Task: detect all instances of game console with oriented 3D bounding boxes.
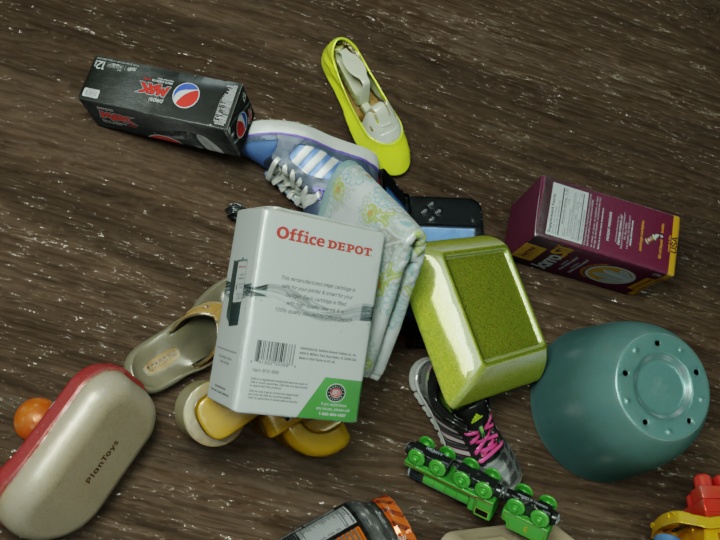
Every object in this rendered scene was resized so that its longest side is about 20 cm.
[{"bbox_3d":[0.095,-0.013,1.100,0.169,0.119,0.204,1,75,-13],"label":"game console"}]

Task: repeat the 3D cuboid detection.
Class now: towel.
[{"bbox_3d":[0.000,0.000,1.010,0.048,0.203,0.171,-4,34,-34],"label":"towel"}]

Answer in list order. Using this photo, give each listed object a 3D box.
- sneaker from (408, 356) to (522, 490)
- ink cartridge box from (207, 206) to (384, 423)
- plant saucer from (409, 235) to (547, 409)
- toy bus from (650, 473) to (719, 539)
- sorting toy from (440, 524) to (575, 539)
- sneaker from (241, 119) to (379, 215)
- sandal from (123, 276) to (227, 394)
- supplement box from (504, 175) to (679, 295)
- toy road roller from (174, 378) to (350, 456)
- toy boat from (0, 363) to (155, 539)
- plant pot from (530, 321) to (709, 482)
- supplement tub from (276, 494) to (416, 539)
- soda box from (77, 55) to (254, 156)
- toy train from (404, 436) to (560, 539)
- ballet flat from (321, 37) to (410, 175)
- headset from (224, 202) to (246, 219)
[{"bbox_3d":[0.134,0.189,1.070,0.073,0.087,0.201,-31,84,-19],"label":"sneaker"},{"bbox_3d":[-0.066,0.045,0.909,0.145,0.083,0.204,11,87,-30],"label":"ink cartridge box"},{"bbox_3d":[0.147,0.047,1.063,0.198,0.048,0.203,-7,73,-46],"label":"plant saucer"},{"bbox_3d":[0.422,0.351,1.081,0.196,0.136,0.195,1,62,-11],"label":"toy bus"},{"bbox_3d":[0.206,0.348,0.976,0.198,0.184,0.037,6,110,-45],"label":"sorting toy"},{"bbox_3d":[-0.070,-0.095,1.102,0.197,0.081,0.149,13,68,-16],"label":"sneaker"},{"bbox_3d":[-0.190,0.073,1.038,0.199,0.054,0.081,-36,86,-26],"label":"sandal"},{"bbox_3d":[0.303,-0.043,1.162,0.197,0.110,0.087,15,72,-9],"label":"supplement box"},{"bbox_3d":[-0.099,0.162,1.007,0.198,0.123,0.148,-30,95,-20],"label":"toy road roller"},{"bbox_3d":[-0.328,0.185,0.956,0.130,0.131,0.201,25,70,29],"label":"toy boat"},{"bbox_3d":[0.334,0.155,1.089,0.197,0.161,0.204,4,74,-13],"label":"plant pot"},{"bbox_3d":[-0.036,0.338,0.969,0.198,0.123,0.124,-23,81,-18],"label":"supplement tub"},{"bbox_3d":[-0.234,-0.200,1.067,0.197,0.071,0.064,14,71,12],"label":"soda box"},{"bbox_3d":[0.139,0.259,1.035,0.198,0.057,0.042,22,34,23],"label":"toy train"},{"bbox_3d":[0.008,-0.221,1.163,0.066,0.067,0.202,-26,83,-19],"label":"ballet flat"},{"bbox_3d":[-0.127,-0.016,1.028,0.092,0.125,0.201,13,34,-7],"label":"headset"}]
